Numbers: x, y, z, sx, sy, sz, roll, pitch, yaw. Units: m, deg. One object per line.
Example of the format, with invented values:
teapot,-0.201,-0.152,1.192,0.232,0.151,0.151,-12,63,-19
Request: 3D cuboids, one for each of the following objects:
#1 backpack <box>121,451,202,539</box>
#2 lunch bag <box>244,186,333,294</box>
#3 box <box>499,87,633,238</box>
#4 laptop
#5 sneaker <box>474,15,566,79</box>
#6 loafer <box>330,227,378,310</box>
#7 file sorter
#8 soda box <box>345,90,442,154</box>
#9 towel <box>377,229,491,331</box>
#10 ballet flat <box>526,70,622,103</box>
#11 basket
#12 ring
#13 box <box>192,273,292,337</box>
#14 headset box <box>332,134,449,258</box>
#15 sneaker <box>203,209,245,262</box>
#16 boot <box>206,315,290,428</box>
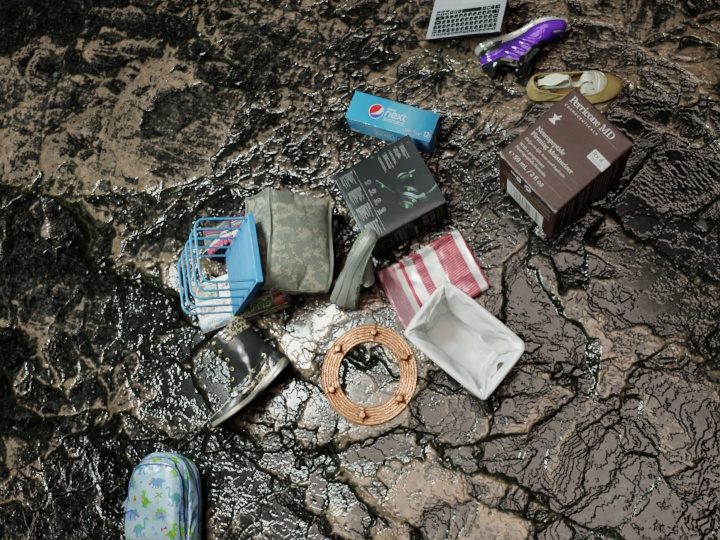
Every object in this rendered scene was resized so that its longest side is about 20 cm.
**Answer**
backpack,-0.384,0.460,1.541,0.160,0.154,0.203,-1,62,18
lunch bag,-0.144,-0.049,1.597,0.117,0.162,0.204,-17,72,50
box,0.396,-0.206,1.543,0.199,0.164,0.166,-40,71,-2
laptop,0.200,-0.550,1.673,0.185,0.116,0.203,5,74,35
sneaker,0.352,-0.464,1.679,0.197,0.070,0.101,-20,77,11
loafer,0.000,0.000,1.572,0.069,0.201,0.070,22,42,-4
file sorter,-0.282,-0.005,1.550,0.121,0.200,0.141,-3,70,-25
soda box,0.072,-0.319,1.692,0.197,0.064,0.069,19,79,15
towel,0.148,0.020,1.606,0.198,0.023,0.146,-28,72,2
ballet flat,0.446,-0.385,1.636,0.196,0.063,0.070,-3,75,10
basket,0.198,0.138,1.502,0.199,0.123,0.136,39,85,13
ring,0.016,0.208,1.583,0.197,0.019,0.204,-3,73,11
box,-0.253,0.055,1.670,0.197,0.035,0.112,-19,72,6
headset box,0.070,-0.157,1.633,0.198,0.093,0.176,-29,71,2
sneaker,-0.250,-0.099,1.689,0.198,0.081,0.075,-28,65,1
boot,-0.259,0.204,1.598,0.200,0.073,0.151,-42,82,-6
